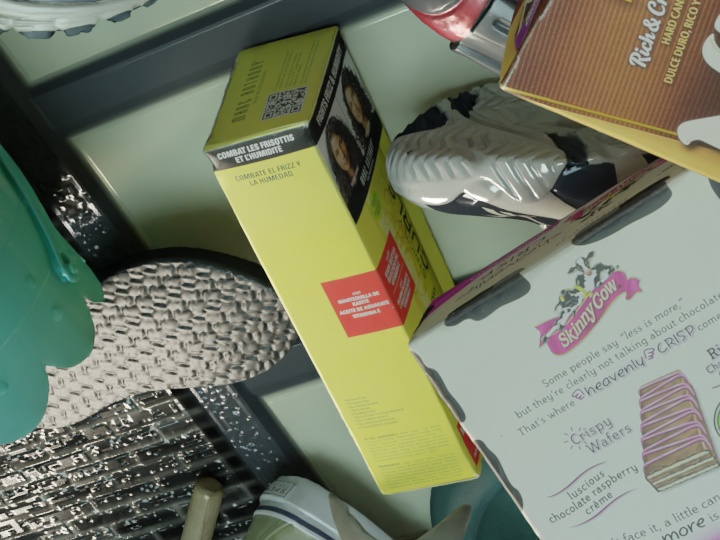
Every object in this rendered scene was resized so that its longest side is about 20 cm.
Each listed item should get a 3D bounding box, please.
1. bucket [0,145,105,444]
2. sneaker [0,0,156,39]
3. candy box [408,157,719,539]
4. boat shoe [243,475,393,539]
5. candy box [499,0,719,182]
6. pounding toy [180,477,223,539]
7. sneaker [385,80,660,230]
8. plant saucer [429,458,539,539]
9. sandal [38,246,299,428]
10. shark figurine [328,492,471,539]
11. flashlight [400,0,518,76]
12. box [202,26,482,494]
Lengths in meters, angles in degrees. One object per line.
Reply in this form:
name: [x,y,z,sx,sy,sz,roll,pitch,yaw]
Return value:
bucket: [-0.226,0.009,0.873,0.207,0.207,0.135,-18,122,24]
sneaker: [-0.162,-0.150,0.804,0.199,0.078,0.086,12,127,2]
candy box: [0.130,0.066,0.790,0.136,0.061,0.200,-32,98,18]
boat shoe: [0.021,0.180,1.036,0.200,0.062,0.072,37,160,-11]
candy box: [0.160,-0.077,0.687,0.200,0.057,0.117,23,131,-5]
pounding toy: [-0.101,0.238,1.094,0.184,0.142,0.200,-19,122,42]
sneaker: [0.114,-0.010,0.858,0.199,0.080,0.130,-6,120,4]
plant saucer: [0.131,0.132,1.009,0.200,0.027,0.201,5,130,6]
sandal: [-0.104,0.021,0.960,0.200,0.048,0.075,-17,126,39]
shark figurine: [0.066,0.189,0.969,0.214,0.128,0.089,25,169,-28]
flashlight: [-0.011,-0.144,0.781,0.200,0.068,0.068,27,131,-12]
box: [0.000,0.000,0.896,0.050,0.075,0.200,-11,125,20]
